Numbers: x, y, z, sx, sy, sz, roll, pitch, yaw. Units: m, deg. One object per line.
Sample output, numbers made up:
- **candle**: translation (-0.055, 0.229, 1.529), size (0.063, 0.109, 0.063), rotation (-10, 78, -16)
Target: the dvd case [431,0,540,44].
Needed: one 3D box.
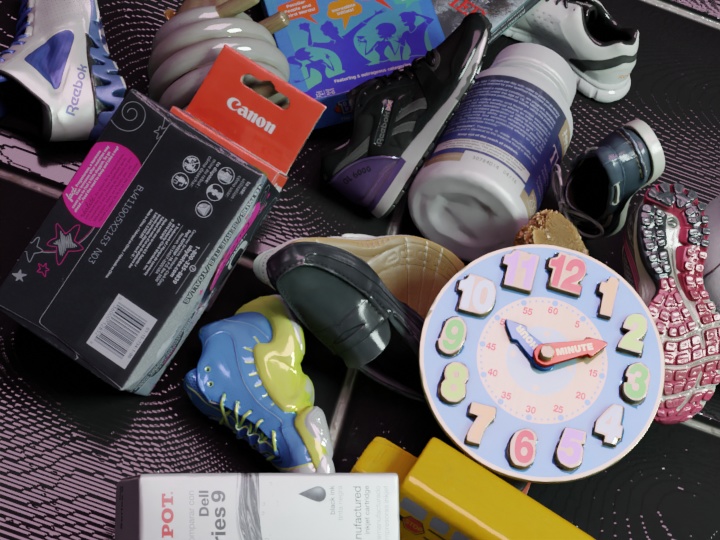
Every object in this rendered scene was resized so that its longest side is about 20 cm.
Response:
- **dvd case**: translation (0.074, -0.258, 1.959), size (0.146, 0.022, 0.200), rotation (37, 63, 26)

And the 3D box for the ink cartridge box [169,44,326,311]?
- **ink cartridge box**: translation (-0.125, -0.078, 1.706), size (0.109, 0.050, 0.201), rotation (31, 93, 7)

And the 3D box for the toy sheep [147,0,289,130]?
- **toy sheep**: translation (-0.120, -0.160, 1.794), size (0.137, 0.138, 0.201), rotation (-1, 60, -19)

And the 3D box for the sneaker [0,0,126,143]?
- **sneaker**: translation (-0.281, -0.187, 1.791), size (0.115, 0.081, 0.200), rotation (-10, 59, -27)

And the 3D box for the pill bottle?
- **pill bottle**: translation (0.126, -0.111, 1.850), size (0.111, 0.111, 0.200), rotation (26, 51, 2)

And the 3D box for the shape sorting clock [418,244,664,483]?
- **shape sorting clock**: translation (0.146, 0.072, 1.651), size (0.199, 0.039, 0.201), rotation (2, 65, -5)

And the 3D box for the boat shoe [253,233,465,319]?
- **boat shoe**: translation (0.000, 0.000, 1.751), size (0.199, 0.069, 0.071), rotation (9, 89, -35)

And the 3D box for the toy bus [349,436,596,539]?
- **toy bus**: translation (0.084, 0.199, 1.623), size (0.199, 0.078, 0.065), rotation (32, 51, 7)

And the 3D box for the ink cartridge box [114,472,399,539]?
- **ink cartridge box**: translation (-0.076, 0.223, 1.515), size (0.199, 0.084, 0.147), rotation (1, 81, -17)

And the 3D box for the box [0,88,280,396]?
- **box**: translation (-0.172, -0.018, 1.623), size (0.132, 0.115, 0.200), rotation (33, 88, 7)

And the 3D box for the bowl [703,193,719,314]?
- **bowl**: translation (0.338, 0.024, 1.807), size (0.201, 0.090, 0.201), rotation (53, 19, -27)

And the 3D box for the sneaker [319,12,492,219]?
- **sneaker**: translation (0.036, -0.149, 1.800), size (0.087, 0.200, 0.076), rotation (32, 8, -5)

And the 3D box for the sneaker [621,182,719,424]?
- **sneaker**: translation (0.260, 0.031, 1.734), size (0.080, 0.075, 0.201), rotation (6, 75, -11)

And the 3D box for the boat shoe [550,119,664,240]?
- **boat shoe**: translation (0.204, -0.068, 1.795), size (0.062, 0.200, 0.075), rotation (-24, 83, -18)

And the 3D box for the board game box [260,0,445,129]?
- **board game box**: translation (-0.009, -0.229, 1.902), size (0.151, 0.045, 0.201), rotation (-14, 54, -6)

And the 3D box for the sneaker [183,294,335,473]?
- **sneaker**: translation (-0.082, 0.118, 1.646), size (0.104, 0.076, 0.201), rotation (-12, 57, -4)

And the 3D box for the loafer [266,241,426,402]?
- **loafer**: translation (0.000, 0.042, 1.666), size (0.200, 0.068, 0.071), rotation (37, 28, -40)

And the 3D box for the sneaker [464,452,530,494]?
- **sneaker**: translation (0.135, 0.101, 1.711), size (0.077, 0.082, 0.201), rotation (15, 51, -7)

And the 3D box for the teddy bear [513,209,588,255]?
- **teddy bear**: translation (0.191, 0.045, 1.759), size (0.200, 0.067, 0.145), rotation (42, 43, -19)

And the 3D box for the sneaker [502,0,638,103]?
- **sneaker**: translation (0.190, -0.251, 2.000), size (0.200, 0.080, 0.074), rotation (36, 53, 12)
